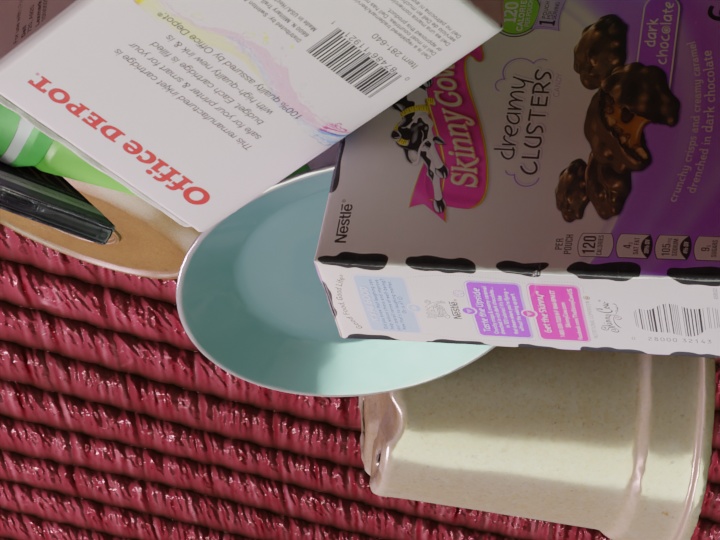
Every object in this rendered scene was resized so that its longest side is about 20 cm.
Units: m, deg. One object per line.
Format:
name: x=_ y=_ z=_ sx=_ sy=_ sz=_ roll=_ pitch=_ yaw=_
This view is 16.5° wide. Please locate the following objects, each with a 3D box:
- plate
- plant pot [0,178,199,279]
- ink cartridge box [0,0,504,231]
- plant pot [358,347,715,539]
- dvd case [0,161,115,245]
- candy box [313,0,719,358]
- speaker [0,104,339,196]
plate: x=0.000 y=0.000 z=1.327 sx=0.199 sy=0.026 sz=0.201 roll=-5 pitch=141 yaw=-4
plant pot: x=-0.172 y=-0.040 z=1.508 sx=0.199 sy=0.028 sz=0.200 roll=19 pitch=165 yaw=5
ink cartridge box: x=-0.055 y=-0.125 z=1.142 sx=0.200 sy=0.084 sz=0.145 roll=-32 pitch=129 yaw=31
plant pot: x=0.096 y=0.070 z=1.477 sx=0.182 sy=0.202 sz=0.201 roll=1 pitch=153 yaw=-7
dvd case: x=-0.235 y=-0.088 z=1.330 sx=0.016 sy=0.200 sz=0.148 roll=-55 pitch=145 yaw=9
candy box: x=0.092 y=-0.051 z=1.174 sx=0.199 sy=0.169 sz=0.072 roll=2 pitch=148 yaw=14
speaker: x=-0.101 y=-0.076 z=1.309 sx=0.199 sy=0.089 sz=0.088 roll=15 pitch=151 yaw=-21
